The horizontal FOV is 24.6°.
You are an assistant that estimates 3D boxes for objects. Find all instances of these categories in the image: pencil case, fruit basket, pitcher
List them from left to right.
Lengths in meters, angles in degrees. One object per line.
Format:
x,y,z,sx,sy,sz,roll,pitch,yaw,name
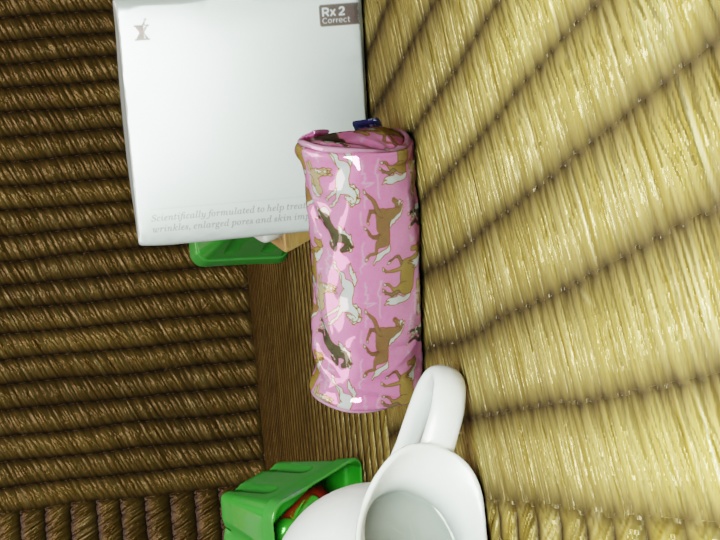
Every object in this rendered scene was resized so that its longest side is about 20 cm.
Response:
-0.179,-0.105,2.159,0.215,0.154,0.218,177,90,-68,fruit basket
-0.034,0.295,1.563,0.214,0.155,0.218,16,117,36,fruit basket
0.000,0.000,1.144,0.087,0.082,0.202,-118,23,-70,pencil case
0.018,0.164,1.042,0.200,0.120,0.173,123,163,-60,pitcher

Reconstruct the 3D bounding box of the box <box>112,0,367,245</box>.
-0.098,-0.137,1.363,0.131,0.197,0.202,-121,27,-75,box

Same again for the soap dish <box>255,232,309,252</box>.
-0.090,-0.116,1.696,0.200,0.080,0.159,-146,51,-69,soap dish
